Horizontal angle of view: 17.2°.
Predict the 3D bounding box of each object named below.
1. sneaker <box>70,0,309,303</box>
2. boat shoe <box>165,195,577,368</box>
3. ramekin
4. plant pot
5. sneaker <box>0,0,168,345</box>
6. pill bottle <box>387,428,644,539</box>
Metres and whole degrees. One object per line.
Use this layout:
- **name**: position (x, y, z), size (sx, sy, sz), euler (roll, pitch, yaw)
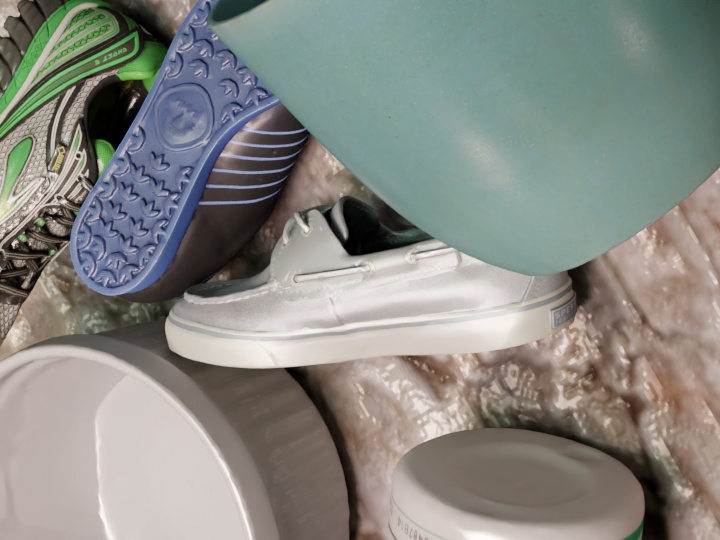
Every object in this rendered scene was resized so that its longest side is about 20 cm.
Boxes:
- **sneaker**: position (-0.057, -0.070, 1.113), size (0.070, 0.078, 0.200), euler (43, 102, 20)
- **boat shoe**: position (0.000, 0.000, 1.081), size (0.200, 0.070, 0.072), euler (-5, 102, 24)
- **ramekin**: position (-0.098, 0.119, 1.168), size (0.199, 0.105, 0.201), euler (11, 111, 33)
- **plant pot**: position (0.065, -0.097, 0.939), size (0.200, 0.201, 0.161), euler (-28, 107, 37)
- **sneaker**: position (-0.157, -0.037, 1.144), size (0.085, 0.078, 0.201), euler (23, 87, 24)
- **pill bottle**: position (0.062, 0.183, 1.069), size (0.113, 0.113, 0.201), euler (16, 112, 30)
